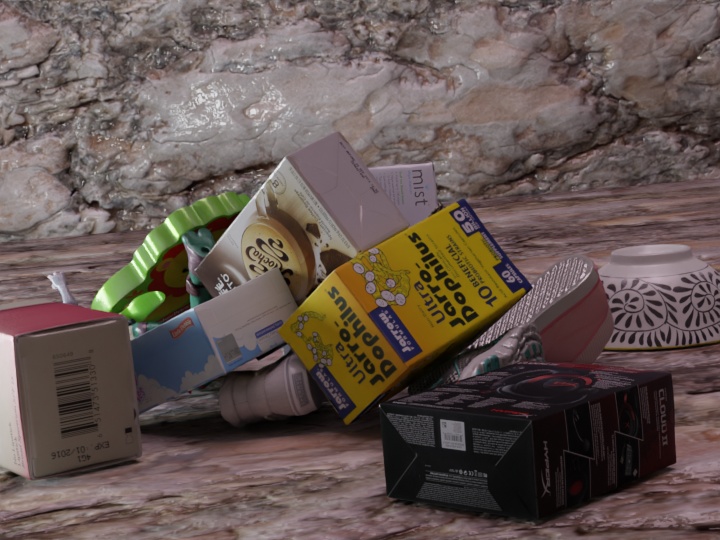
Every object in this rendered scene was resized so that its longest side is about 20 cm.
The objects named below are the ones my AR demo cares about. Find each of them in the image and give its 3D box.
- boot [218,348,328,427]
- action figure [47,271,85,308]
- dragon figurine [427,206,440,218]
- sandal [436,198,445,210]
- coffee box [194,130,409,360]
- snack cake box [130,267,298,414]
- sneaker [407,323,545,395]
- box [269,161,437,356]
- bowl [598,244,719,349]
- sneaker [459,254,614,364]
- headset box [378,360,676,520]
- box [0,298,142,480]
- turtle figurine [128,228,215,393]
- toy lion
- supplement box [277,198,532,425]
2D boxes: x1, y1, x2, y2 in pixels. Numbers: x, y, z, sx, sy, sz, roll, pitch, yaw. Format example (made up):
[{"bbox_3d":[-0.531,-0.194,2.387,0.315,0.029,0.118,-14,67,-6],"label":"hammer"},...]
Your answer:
[{"bbox_3d":[-0.078,0.102,1.643,0.095,0.074,0.200,-11,0,9],"label":"boot"},{"bbox_3d":[-0.308,0.089,1.932,0.149,0.135,0.199,41,39,18],"label":"action figure"},{"bbox_3d":[-0.022,-0.040,1.693,0.199,0.100,0.059,-21,29,45],"label":"dragon figurine"},{"bbox_3d":[0.093,0.011,1.877,0.079,0.202,0.057,-31,-15,7],"label":"sandal"},{"bbox_3d":[-0.058,-0.020,1.624,0.080,0.113,0.200,-29,-13,-44],"label":"coffee box"},{"bbox_3d":[-0.157,0.074,1.619,0.115,0.068,0.199,-28,1,-44],"label":"snack cake box"},{"bbox_3d":[0.106,0.095,1.573,0.090,0.078,0.200,-7,3,27],"label":"sneaker"},{"bbox_3d":[0.000,0.000,1.803,0.174,0.202,0.097,-6,-12,-2],"label":"box"},{"bbox_3d":[0.320,0.023,1.901,0.198,0.095,0.201,-4,6,0],"label":"bowl"},{"bbox_3d":[0.163,0.079,1.703,0.199,0.105,0.075,-34,35,-2],"label":"sneaker"},{"bbox_3d":[0.135,0.121,1.313,0.148,0.076,0.199,2,10,43],"label":"headset box"},{"bbox_3d":[-0.287,0.102,1.549,0.108,0.129,0.199,-10,8,-31],"label":"box"},{"bbox_3d":[-0.158,0.052,1.785,0.149,0.201,0.101,-11,46,-40],"label":"turtle figurine"},{"bbox_3d":[-0.192,0.000,1.817,0.199,0.069,0.192,-30,-22,-14],"label":"toy lion"},{"bbox_3d":[0.042,0.035,1.573,0.199,0.109,0.110,-30,-12,-45],"label":"supplement box"}]
